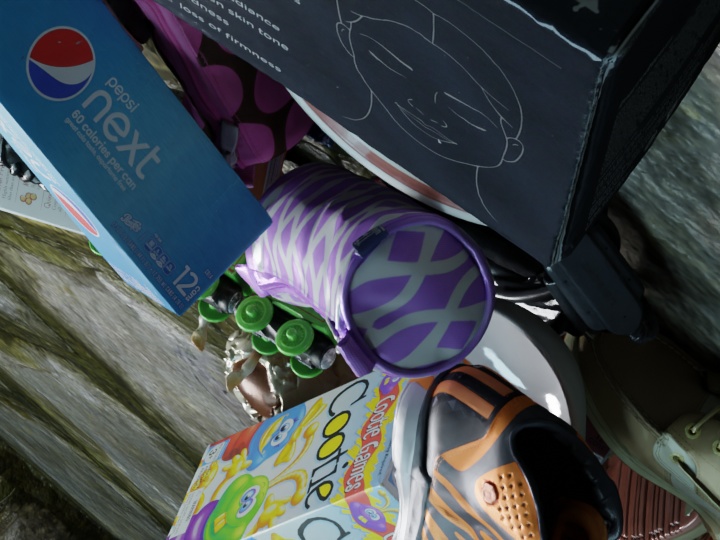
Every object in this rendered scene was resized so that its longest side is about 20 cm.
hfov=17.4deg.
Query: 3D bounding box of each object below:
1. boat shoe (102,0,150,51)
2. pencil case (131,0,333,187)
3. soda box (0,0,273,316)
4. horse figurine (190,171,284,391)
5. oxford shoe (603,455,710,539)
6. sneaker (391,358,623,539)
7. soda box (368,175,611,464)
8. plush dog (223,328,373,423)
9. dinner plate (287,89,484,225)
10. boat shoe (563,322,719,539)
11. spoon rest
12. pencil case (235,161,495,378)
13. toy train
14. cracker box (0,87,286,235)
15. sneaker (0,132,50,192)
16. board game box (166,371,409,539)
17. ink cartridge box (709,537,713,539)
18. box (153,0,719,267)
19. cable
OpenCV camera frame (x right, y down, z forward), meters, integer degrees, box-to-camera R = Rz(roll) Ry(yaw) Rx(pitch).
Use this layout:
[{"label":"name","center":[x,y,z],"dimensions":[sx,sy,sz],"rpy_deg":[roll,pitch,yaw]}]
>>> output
[{"label":"boat shoe","center":[-0.154,-0.188,1.164],"dimensions":[0.075,0.062,0.200],"rpy_deg":[22,157,50]},{"label":"pencil case","center":[-0.077,-0.126,1.111],"dimensions":[0.090,0.094,0.200],"rpy_deg":[10,155,24]},{"label":"soda box","center":[-0.129,-0.075,1.092],"dimensions":[0.200,0.068,0.064],"rpy_deg":[53,166,-32]},{"label":"horse figurine","center":[-0.073,-0.026,1.399],"dimensions":[0.200,0.132,0.050],"rpy_deg":[49,-177,16]},{"label":"oxford shoe","center":[0.185,0.138,1.416],"dimensions":[0.073,0.071,0.200],"rpy_deg":[14,170,-14]},{"label":"sneaker","center":[0.071,0.148,1.172],"dimensions":[0.112,0.077,0.201],"rpy_deg":[26,134,42]},{"label":"soda box","center":[0.068,0.033,1.326],"dimensions":[0.199,0.064,0.070],"rpy_deg":[36,165,7]},{"label":"plush dog","center":[0.002,0.068,1.505],"dimensions":[0.201,0.160,0.172],"rpy_deg":[61,173,-30]},{"label":"dinner plate","center":[0.032,-0.097,1.019],"dimensions":[0.199,0.024,0.201],"rpy_deg":[26,147,18]},{"label":"boat shoe","center":[0.191,0.090,1.225],"dimensions":[0.200,0.074,0.066],"rpy_deg":[44,146,-10]},{"label":"spoon rest","center":[0.101,0.095,1.202],"dimensions":[0.200,0.061,0.099],"rpy_deg":[52,147,-12]},{"label":"pencil case","center":[0.000,0.000,1.175],"dimensions":[0.084,0.086,0.200],"rpy_deg":[45,177,-18]},{"label":"toy train","center":[-0.084,-0.004,1.338],"dimensions":[0.199,0.057,0.042],"rpy_deg":[30,165,29]},{"label":"cracker box","center":[-0.152,-0.069,1.303],"dimensions":[0.198,0.058,0.134],"rpy_deg":[16,-160,8]},{"label":"sneaker","center":[-0.153,-0.069,1.165],"dimensions":[0.075,0.079,0.201],"rpy_deg":[16,140,50]},{"label":"board game box","center":[-0.007,0.140,1.339],"dimensions":[0.105,0.103,0.199],"rpy_deg":[43,136,-21]},{"label":"ink cartridge box","center":[0.189,0.205,1.567],"dimensions":[0.199,0.067,0.116],"rpy_deg":[27,163,33]},{"label":"box","center":[0.027,-0.129,0.802],"dimensions":[0.199,0.124,0.197],"rpy_deg":[35,167,10]},{"label":"cable","center":[0.062,-0.041,1.164],"dimensions":[0.200,0.051,0.163],"rpy_deg":[47,169,-34]}]
